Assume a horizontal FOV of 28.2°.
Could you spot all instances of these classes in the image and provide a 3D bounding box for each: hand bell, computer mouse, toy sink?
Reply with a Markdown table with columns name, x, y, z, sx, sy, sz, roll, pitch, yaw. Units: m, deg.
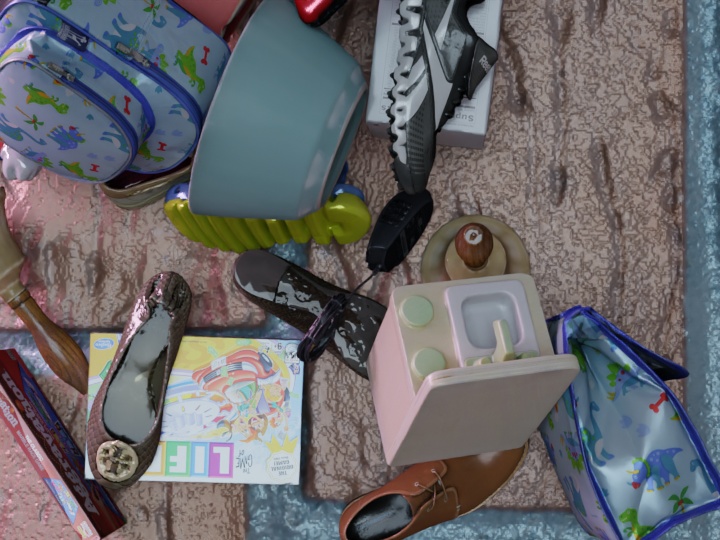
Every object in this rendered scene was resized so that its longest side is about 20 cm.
| name | x | y | z | sx | sy | sz | roll | pitch | yaw |
| --- | --- | --- | --- | --- | --- | --- | --- | --- | --- |
| hand bell | -0.316 | 0.034 | 1.342 | 0.104 | 0.104 | 0.201 | -35 | 98 | 3 |
| hand bell | 0.101 | -0.014 | 1.246 | 0.103 | 0.200 | 0.105 | -1 | 82 | 4 |
| computer mouse | 0.000 | 0.000 | 1.310 | 0.034 | 0.059 | 0.200 | 32 | 70 | 19 |
| toy sink | 0.089 | 0.076 | 1.224 | 0.129 | 0.200 | 0.113 | -7 | 66 | -12 |

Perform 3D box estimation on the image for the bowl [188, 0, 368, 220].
| name | x | y | z | sx | sy | sz | roll | pitch | yaw |
| --- | --- | --- | --- | --- | --- | --- | --- | --- | --- |
| bowl | -0.061 | -0.123 | 1.226 | 0.104 | 0.201 | 0.202 | 23 | 90 | 3 |

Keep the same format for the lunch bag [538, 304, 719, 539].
| name | x | y | z | sx | sy | sz | roll | pitch | yaw |
| --- | --- | --- | --- | --- | --- | --- | --- | --- | --- |
| lunch bag | 0.217 | 0.128 | 1.251 | 0.127 | 0.170 | 0.201 | -27 | 86 | -6 |

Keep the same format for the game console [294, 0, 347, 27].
| name | x | y | z | sx | sy | sz | roll | pitch | yaw |
| --- | --- | --- | --- | --- | --- | --- | --- | --- | --- |
| game console | 0.024 | -0.304 | 1.230 | 0.172 | 0.118 | 0.201 | -41 | 46 | 27 |

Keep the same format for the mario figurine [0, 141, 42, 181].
| name | x | y | z | sx | sy | sz | roll | pitch | yaw |
| --- | --- | --- | --- | --- | --- | --- | --- | --- | --- |
| mario figurine | -0.340 | -0.112 | 1.328 | 0.198 | 0.124 | 0.107 | -2 | 71 | -10 |

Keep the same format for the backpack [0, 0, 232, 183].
| name | x | y | z | sx | sy | sz | roll | pitch | yaw |
| --- | --- | --- | --- | --- | --- | --- | --- | --- | --- |
| backpack | -0.224 | -0.161 | 1.216 | 0.199 | 0.183 | 0.148 | 29 | 62 | -23 |

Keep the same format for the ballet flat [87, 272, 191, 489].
| name | x | y | z | sx | sy | sz | roll | pitch | yaw |
| --- | --- | --- | --- | --- | --- | --- | --- | --- | --- |
| ballet flat | -0.197 | 0.098 | 1.282 | 0.067 | 0.046 | 0.202 | 19 | 87 | -5 |

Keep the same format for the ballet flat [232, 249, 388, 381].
| name | x | y | z | sx | sy | sz | roll | pitch | yaw |
| --- | --- | --- | --- | --- | --- | --- | --- | --- | --- |
| ballet flat | -0.033 | 0.044 | 1.342 | 0.199 | 0.046 | 0.068 | 29 | 77 | -1 |

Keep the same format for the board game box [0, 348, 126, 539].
| name | x | y | z | sx | sy | sz | roll | pitch | yaw |
| --- | --- | --- | --- | --- | --- | --- | --- | --- | --- |
| board game box | -0.288 | 0.161 | 1.325 | 0.019 | 0.103 | 0.201 | -34 | 87 | 3 |

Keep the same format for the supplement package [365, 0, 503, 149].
| name | x | y | z | sx | sy | sz | roll | pitch | yaw |
| --- | --- | --- | --- | --- | --- | --- | --- | --- | --- |
| supplement package | 0.071 | -0.220 | 1.303 | 0.113 | 0.110 | 0.202 | 7 | 89 | 4 |

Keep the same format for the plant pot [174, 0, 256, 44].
| name | x | y | z | sx | sy | sz | roll | pitch | yaw |
| --- | --- | --- | --- | --- | --- | --- | --- | --- | --- |
| plant pot | -0.174 | -0.290 | 1.295 | 0.177 | 0.200 | 0.201 | 33 | 91 | -6 |

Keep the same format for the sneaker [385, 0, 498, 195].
| name | x | y | z | sx | sy | sz | roll | pitch | yaw |
| --- | --- | --- | --- | --- | --- | --- | --- | --- | --- |
| sneaker | 0.070 | -0.163 | 1.213 | 0.090 | 0.066 | 0.202 | 4 | 86 | 7 |

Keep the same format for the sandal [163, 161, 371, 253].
| name | x | y | z | sx | sy | sz | roll | pitch | yaw |
| --- | --- | --- | --- | --- | --- | --- | --- | --- | --- |
| sandal | -0.085 | -0.069 | 1.337 | 0.198 | 0.080 | 0.088 | -1 | 59 | 8 |

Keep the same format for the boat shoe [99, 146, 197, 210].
| name | x | y | z | sx | sy | sz | roll | pitch | yaw |
| --- | --- | --- | --- | --- | --- | --- | --- | --- | --- |
| boat shoe | -0.158 | -0.124 | 1.340 | 0.199 | 0.066 | 0.074 | -37 | 86 | 2 |

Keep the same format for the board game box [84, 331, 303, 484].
| name | x | y | z | sx | sy | sz | roll | pitch | yaw |
| --- | --- | --- | --- | --- | --- | --- | --- | --- | --- |
| board game box | -0.153 | 0.128 | 1.334 | 0.198 | 0.034 | 0.136 | 2 | 89 | -5 |

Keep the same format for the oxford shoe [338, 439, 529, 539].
| name | x | y | z | sx | sy | sz | roll | pitch | yaw |
| --- | --- | --- | --- | --- | --- | --- | --- | --- | --- |
| oxford shoe | 0.069 | 0.202 | 1.314 | 0.199 | 0.071 | 0.072 | -33 | 85 | 1 |
